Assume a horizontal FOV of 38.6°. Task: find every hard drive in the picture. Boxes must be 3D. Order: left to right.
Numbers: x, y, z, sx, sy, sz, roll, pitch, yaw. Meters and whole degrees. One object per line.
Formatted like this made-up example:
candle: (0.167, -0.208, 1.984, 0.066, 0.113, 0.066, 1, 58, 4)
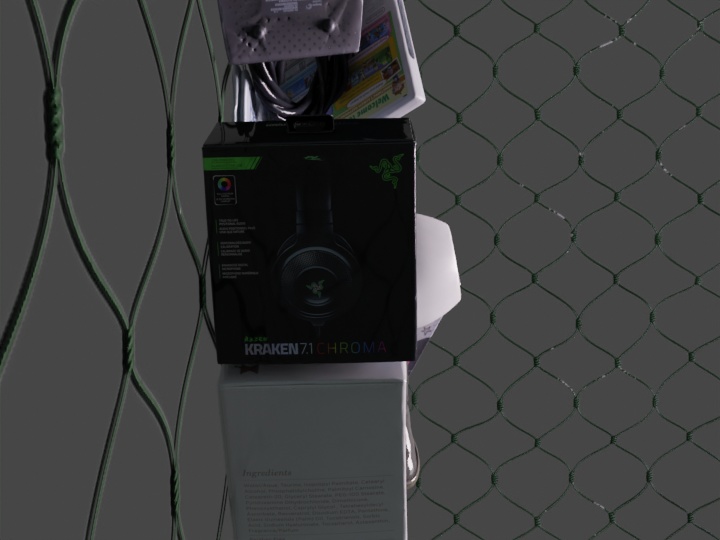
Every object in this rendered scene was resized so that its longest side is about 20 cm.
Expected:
hard drive: (-0.065, -0.284, 0.874, 0.042, 0.133, 0.203, -131, -145, -60)

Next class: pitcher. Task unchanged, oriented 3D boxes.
pitcher: (0.000, 0.000, 1.089, 0.172, 0.197, 0.123, -93, 172, -70)

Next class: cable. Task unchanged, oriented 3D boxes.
cable: (-0.058, -0.231, 0.990, 0.163, 0.050, 0.203, -22, 119, -65)

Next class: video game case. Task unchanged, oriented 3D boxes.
video game case: (-0.027, -0.214, 1.090, 0.022, 0.199, 0.185, 13, 59, -47)

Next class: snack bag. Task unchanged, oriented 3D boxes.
snack bag: (-0.111, -0.088, 1.033, 0.200, 0.021, 0.192, 73, 17, -85)

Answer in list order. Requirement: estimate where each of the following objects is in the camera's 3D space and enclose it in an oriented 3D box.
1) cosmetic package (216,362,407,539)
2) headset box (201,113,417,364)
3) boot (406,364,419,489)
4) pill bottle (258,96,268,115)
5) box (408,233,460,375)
cosmetic package: (-0.039, 0.144, 0.971, 0.168, 0.163, 0.203, -89, 177, -62)
headset box: (-0.037, -0.033, 0.862, 0.093, 0.171, 0.203, -89, 178, -71)
boot: (0.036, 0.132, 1.213, 0.202, 0.071, 0.183, 96, -16, -45)
pill bottle: (-0.038, -0.135, 1.180, 0.116, 0.114, 0.202, 88, -16, -65)
box: (0.030, 0.042, 1.338, 0.116, 0.130, 0.201, -94, -155, -52)
